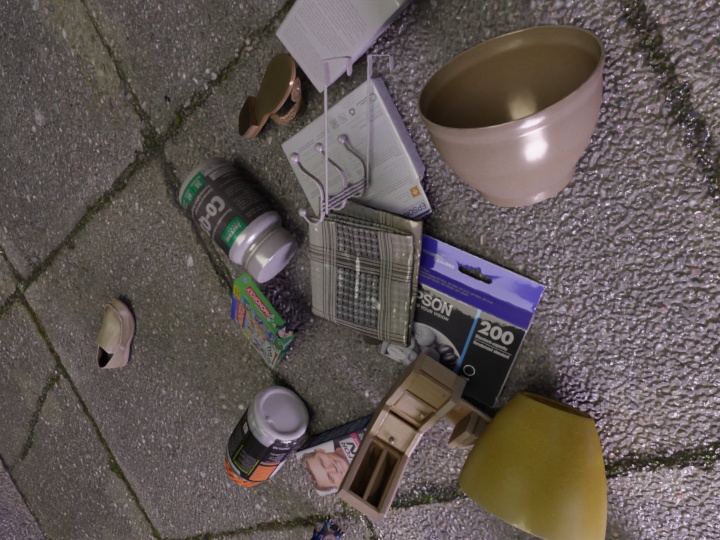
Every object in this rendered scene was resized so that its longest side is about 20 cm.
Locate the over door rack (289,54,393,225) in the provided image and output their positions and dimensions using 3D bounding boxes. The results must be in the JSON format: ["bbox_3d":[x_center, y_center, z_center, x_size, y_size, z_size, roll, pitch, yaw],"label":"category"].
[{"bbox_3d":[-0.027,-0.178,0.694,0.065,0.148,0.205,20,119,16],"label":"over door rack"}]

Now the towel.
[{"bbox_3d":[0.000,0.000,0.801,0.189,0.034,0.206,17,114,33],"label":"towel"}]

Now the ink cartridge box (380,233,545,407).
[{"bbox_3d":[0.142,0.075,0.790,0.194,0.043,0.204,23,118,17],"label":"ink cartridge box"}]

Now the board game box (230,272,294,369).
[{"bbox_3d":[-0.180,0.097,0.964,0.135,0.029,0.200,49,155,7],"label":"board game box"}]

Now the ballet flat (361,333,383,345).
[{"bbox_3d":[0.038,0.029,0.847,0.047,0.065,0.205,-118,32,-54],"label":"ballet flat"}]

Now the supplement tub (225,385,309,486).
[{"bbox_3d":[-0.191,0.333,1.061,0.122,0.122,0.201,43,125,10],"label":"supplement tub"}]

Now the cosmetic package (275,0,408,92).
[{"bbox_3d":[-0.018,-0.328,0.677,0.102,0.071,0.199,50,148,-12],"label":"cosmetic package"}]

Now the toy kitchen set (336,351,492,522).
[{"bbox_3d":[0.093,0.271,0.799,0.161,0.182,0.201,31,142,3],"label":"toy kitchen set"}]

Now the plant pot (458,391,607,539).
[{"bbox_3d":[0.245,0.251,0.730,0.196,0.199,0.146,15,88,26],"label":"plant pot"}]

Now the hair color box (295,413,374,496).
[{"bbox_3d":[-0.022,0.343,0.996,0.198,0.060,0.102,-31,90,37],"label":"hair color box"}]

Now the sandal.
[{"bbox_3d":[-0.121,-0.261,0.829,0.210,0.068,0.080,-19,72,56],"label":"sandal"}]

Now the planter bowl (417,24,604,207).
[{"bbox_3d":[0.176,-0.162,0.612,0.196,0.203,0.136,1,137,31],"label":"planter bowl"}]

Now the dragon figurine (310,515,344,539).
[{"bbox_3d":[-0.093,0.579,1.108,0.059,0.099,0.201,43,125,10],"label":"dragon figurine"}]

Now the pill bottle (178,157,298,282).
[{"bbox_3d":[-0.204,-0.084,0.913,0.200,0.113,0.114,45,125,9],"label":"pill bottle"}]

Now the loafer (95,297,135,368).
[{"bbox_3d":[-0.588,0.159,1.278,0.074,0.068,0.204,27,120,20],"label":"loafer"}]

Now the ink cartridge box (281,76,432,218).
[{"bbox_3d":[-0.004,-0.146,0.807,0.197,0.040,0.204,-23,96,36],"label":"ink cartridge box"}]
